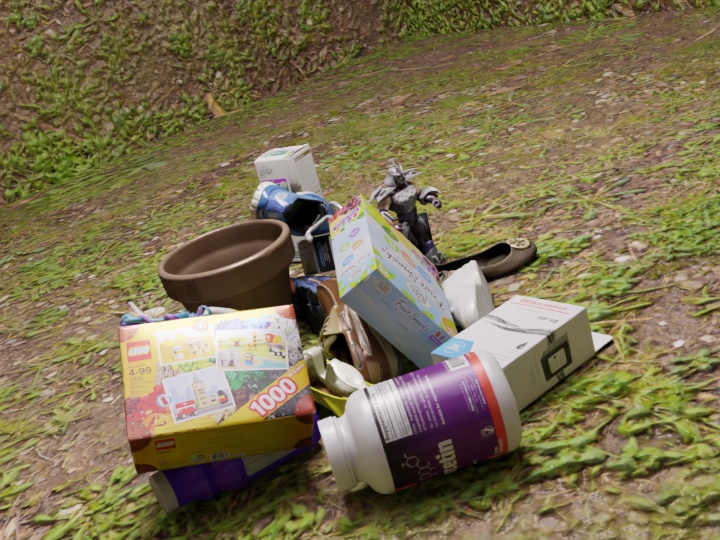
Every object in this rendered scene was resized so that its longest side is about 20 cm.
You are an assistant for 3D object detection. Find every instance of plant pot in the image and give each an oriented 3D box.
[{"bbox_3d":[-0.175,0.042,1.402,0.199,0.175,0.200,-14,20,5],"label":"plant pot"}]

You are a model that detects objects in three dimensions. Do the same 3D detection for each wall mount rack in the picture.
[{"bbox_3d":[0.000,0.000,1.397,0.075,0.200,0.174,-41,34,-9],"label":"wall mount rack"}]

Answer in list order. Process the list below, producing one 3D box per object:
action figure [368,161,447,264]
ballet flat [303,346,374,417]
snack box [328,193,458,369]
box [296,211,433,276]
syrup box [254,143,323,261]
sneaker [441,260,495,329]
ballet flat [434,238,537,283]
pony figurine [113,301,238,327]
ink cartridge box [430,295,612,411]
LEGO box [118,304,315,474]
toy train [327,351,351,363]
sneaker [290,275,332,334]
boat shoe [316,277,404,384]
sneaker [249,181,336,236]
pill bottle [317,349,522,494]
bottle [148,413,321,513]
[{"bbox_3d":[0.077,-0.073,1.469,0.130,0.201,0.069,-29,25,-29],"label":"action figure"},{"bbox_3d":[-0.042,0.131,1.174,0.067,0.067,0.200,-31,37,-33],"label":"ballet flat"},{"bbox_3d":[0.042,0.014,1.246,0.068,0.169,0.200,-39,29,18],"label":"snack box"},{"bbox_3d":[0.006,-0.042,1.565,0.199,0.060,0.117,-13,1,-17],"label":"box"},{"bbox_3d":[-0.118,-0.122,1.741,0.078,0.201,0.081,-3,24,30],"label":"syrup box"},{"bbox_3d":[0.136,0.054,1.311,0.088,0.075,0.200,-26,13,11],"label":"sneaker"},{"bbox_3d":[0.178,-0.011,1.455,0.199,0.047,0.067,-21,22,-12],"label":"ballet flat"},{"bbox_3d":[-0.218,0.125,1.238,0.199,0.167,0.194,6,50,-21],"label":"pony figurine"},{"bbox_3d":[0.197,0.090,1.153,0.200,0.067,0.116,-30,24,-32],"label":"ink cartridge box"},{"bbox_3d":[-0.161,0.130,1.071,0.199,0.077,0.149,-7,53,-12],"label":"LEGO box"},{"bbox_3d":[-0.033,0.131,1.270,0.046,0.034,0.200,8,32,41],"label":"toy train"},{"bbox_3d":[-0.060,0.040,1.472,0.078,0.076,0.200,-19,22,-21],"label":"sneaker"},{"bbox_3d":[-0.017,0.082,1.251,0.074,0.076,0.200,-18,40,-20],"label":"boat shoe"},{"bbox_3d":[-0.086,-0.082,1.506,0.089,0.079,0.200,26,9,29],"label":"sneaker"},{"bbox_3d":[0.061,0.164,1.005,0.199,0.113,0.112,-19,21,-4],"label":"pill bottle"},{"bbox_3d":[-0.145,0.210,1.106,0.199,0.066,0.083,-26,31,-24],"label":"bottle"}]
